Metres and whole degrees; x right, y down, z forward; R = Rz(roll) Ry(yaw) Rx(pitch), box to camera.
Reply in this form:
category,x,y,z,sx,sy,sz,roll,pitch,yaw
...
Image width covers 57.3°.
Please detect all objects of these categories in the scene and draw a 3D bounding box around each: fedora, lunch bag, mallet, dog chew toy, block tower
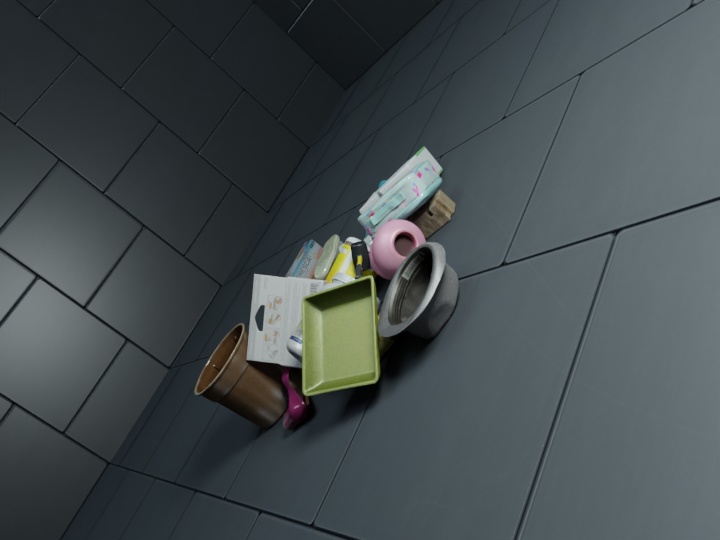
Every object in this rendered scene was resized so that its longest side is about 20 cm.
category,x,y,z,sx,sy,sz,roll,pitch,yaw
fedora,0.118,0.052,1.218,0.176,0.089,0.205,-32,34,51
lunch bag,0.089,-0.156,1.516,0.199,0.077,0.161,-39,5,34
mallet,0.000,0.000,1.442,0.040,0.068,0.201,-11,24,5
dog chew toy,0.073,-0.037,1.464,0.126,0.123,0.200,-56,5,-15
block tower,0.131,-0.100,1.532,0.199,0.057,0.055,-41,19,36

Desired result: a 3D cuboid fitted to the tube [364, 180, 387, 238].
category,x,y,z,sx,sy,sz,roll,pitch,yaw
tube,0.055,-0.169,1.885,0.077,0.049,0.204,-42,25,50

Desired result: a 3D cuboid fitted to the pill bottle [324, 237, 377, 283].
category,x,y,z,sx,sy,sz,roll,pitch,yaw
pill bottle,-0.030,0.032,1.587,0.204,0.108,0.109,-61,19,-7

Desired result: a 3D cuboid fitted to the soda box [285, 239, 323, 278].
category,x,y,z,sx,sy,sz,roll,pitch,yaw
soda box,-0.191,0.004,2.130,0.063,0.068,0.203,-16,41,61

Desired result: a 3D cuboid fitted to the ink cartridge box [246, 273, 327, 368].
category,x,y,z,sx,sy,sz,roll,pitch,yaw
ink cartridge box,-0.170,0.117,1.535,0.045,0.170,0.208,5,-89,-78

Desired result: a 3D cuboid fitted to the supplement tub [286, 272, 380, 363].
category,x,y,z,sx,sy,sz,roll,pitch,yaw
supplement tub,-0.056,0.124,1.438,0.203,0.144,0.144,-56,18,-14

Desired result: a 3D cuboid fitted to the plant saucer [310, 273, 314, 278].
category,x,y,z,sx,sy,sz,roll,pitch,yaw
plant saucer,-0.111,0.042,1.919,0.200,0.034,0.202,-46,20,21

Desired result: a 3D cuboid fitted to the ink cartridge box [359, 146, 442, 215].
category,x,y,z,sx,sy,sz,roll,pitch,yaw
ink cartridge box,0.105,-0.209,1.714,0.199,0.084,0.146,-40,7,37

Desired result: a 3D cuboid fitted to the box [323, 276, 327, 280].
category,x,y,z,sx,sy,sz,roll,pitch,yaw
box,-0.133,0.122,1.762,0.199,0.075,0.101,-41,20,29

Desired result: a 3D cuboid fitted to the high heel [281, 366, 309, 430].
category,x,y,z,sx,sy,sz,roll,pitch,yaw
high heel,-0.136,0.260,1.512,0.097,0.066,0.204,-51,30,36

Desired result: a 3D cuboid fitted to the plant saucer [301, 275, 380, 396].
category,x,y,z,sx,sy,sz,roll,pitch,yaw
plant saucer,-0.032,0.134,1.293,0.196,0.047,0.207,-18,66,38

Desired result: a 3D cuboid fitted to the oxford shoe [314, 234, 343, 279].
category,x,y,z,sx,sy,sz,roll,pitch,yaw
oxford shoe,-0.079,-0.029,1.822,0.074,0.058,0.202,-35,19,27

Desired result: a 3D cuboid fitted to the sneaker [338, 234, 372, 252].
category,x,y,z,sx,sy,sz,roll,pitch,yaw
sneaker,0.011,-0.053,1.741,0.116,0.073,0.200,-46,25,5

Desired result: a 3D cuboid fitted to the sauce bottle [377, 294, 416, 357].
category,x,y,z,sx,sy,sz,roll,pitch,yaw
sauce bottle,0.042,0.125,1.321,0.202,0.064,0.065,-52,17,8

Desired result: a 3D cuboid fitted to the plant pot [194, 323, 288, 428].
category,x,y,z,sx,sy,sz,roll,pitch,yaw
plant pot,-0.273,0.272,1.627,0.200,0.197,0.202,-44,20,21
